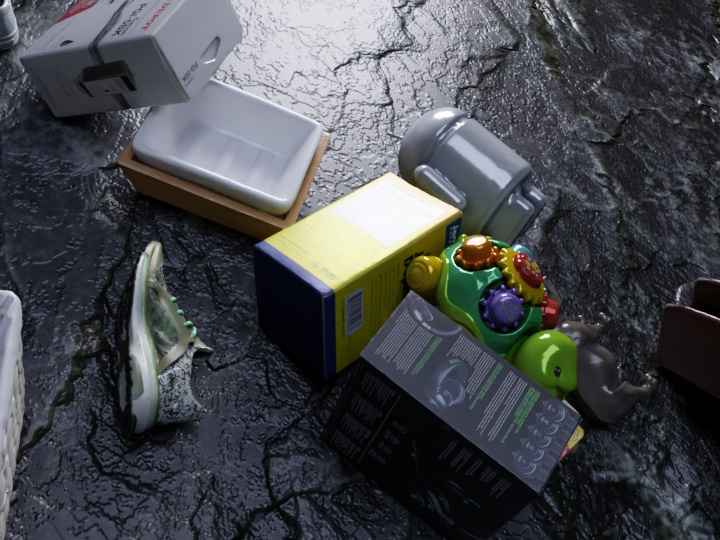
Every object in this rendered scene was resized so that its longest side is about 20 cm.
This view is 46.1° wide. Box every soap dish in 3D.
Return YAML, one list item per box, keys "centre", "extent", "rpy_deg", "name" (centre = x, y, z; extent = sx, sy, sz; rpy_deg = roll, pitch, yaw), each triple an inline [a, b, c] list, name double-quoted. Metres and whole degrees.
- centre: [-0.149, -0.126, 0.953]
  extent: [0.198, 0.082, 0.159]
  rpy_deg: [22, 52, -3]
  name: "soap dish"

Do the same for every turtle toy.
- centre: [0.142, 0.044, 0.828]
  extent: [0.145, 0.101, 0.202]
  rpy_deg: [8, 51, -46]
  name: "turtle toy"

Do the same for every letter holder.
- centre: [0.435, 0.068, 0.916]
  extent: [0.099, 0.144, 0.200]
  rpy_deg: [-9, 23, -23]
  name: "letter holder"

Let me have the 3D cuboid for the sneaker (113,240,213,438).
- centre: [-0.188, 0.066, 0.820]
  extent: [0.088, 0.077, 0.203]
  rpy_deg: [10, 57, -28]
  name: "sneaker"

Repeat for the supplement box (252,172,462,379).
- centre: [0.000, 0.000, 0.878]
  extent: [0.199, 0.111, 0.108]
  rpy_deg: [-31, 48, -33]
  name: "supplement box"

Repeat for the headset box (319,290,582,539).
- centre: [0.080, 0.148, 0.775]
  extent: [0.199, 0.175, 0.093]
  rpy_deg: [36, 54, 10]
  name: "headset box"

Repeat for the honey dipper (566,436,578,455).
- centre: [0.185, 0.109, 0.930]
  extent: [0.038, 0.038, 0.202]
  rpy_deg: [-14, 64, -27]
  name: "honey dipper"

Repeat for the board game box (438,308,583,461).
- centre: [0.136, 0.125, 0.888]
  extent: [0.095, 0.030, 0.200]
  rpy_deg: [-38, 73, -22]
  name: "board game box"

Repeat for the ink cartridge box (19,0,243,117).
- centre: [-0.252, -0.252, 0.943]
  extent: [0.197, 0.083, 0.148]
  rpy_deg: [0, 45, 28]
  name: "ink cartridge box"

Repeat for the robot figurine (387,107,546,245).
- centre: [0.126, -0.117, 1.019]
  extent: [0.199, 0.114, 0.169]
  rpy_deg: [40, 33, 12]
  name: "robot figurine"

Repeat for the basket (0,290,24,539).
- centre: [-0.368, 0.129, 0.646]
  extent: [0.195, 0.162, 0.202]
  rpy_deg: [5, 55, -15]
  name: "basket"

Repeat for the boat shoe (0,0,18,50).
- centre: [-0.463, -0.356, 1.016]
  extent: [0.069, 0.072, 0.202]
  rpy_deg: [-21, 65, -30]
  name: "boat shoe"

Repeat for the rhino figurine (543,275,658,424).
- centre: [0.236, 0.081, 0.931]
  extent: [0.087, 0.060, 0.201]
  rpy_deg: [-37, 87, -36]
  name: "rhino figurine"
